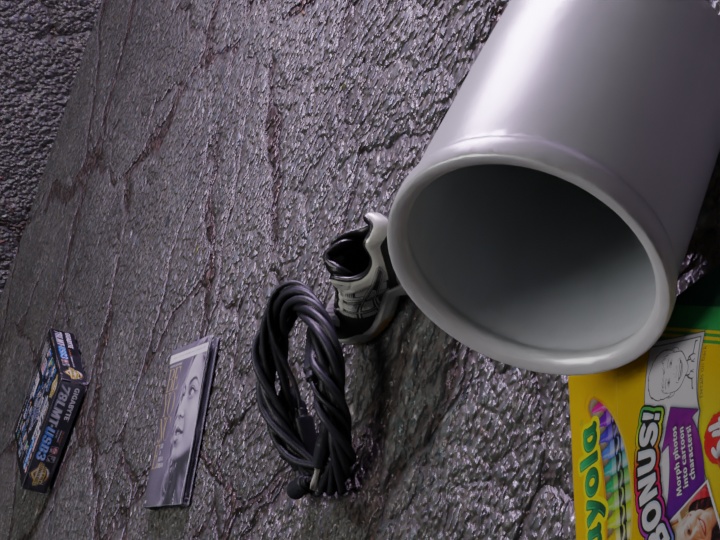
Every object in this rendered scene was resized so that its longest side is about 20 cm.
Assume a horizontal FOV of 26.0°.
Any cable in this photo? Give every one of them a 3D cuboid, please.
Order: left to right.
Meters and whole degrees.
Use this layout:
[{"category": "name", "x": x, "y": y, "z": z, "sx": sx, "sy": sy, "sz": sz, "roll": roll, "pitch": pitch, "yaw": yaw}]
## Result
[{"category": "cable", "x": -0.053, "y": 0.106, "z": 1.412, "sx": 0.163, "sy": 0.050, "sz": 0.202, "roll": 149, "pitch": 115, "yaw": -68}]

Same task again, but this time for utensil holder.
[{"category": "utensil holder", "x": 0.127, "y": -0.068, "z": 0.932, "sx": 0.170, "sy": 0.169, "sz": 0.201, "roll": -46, "pitch": 13, "yaw": 50}]

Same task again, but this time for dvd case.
[{"category": "dvd case", "x": -0.217, "y": 0.185, "z": 1.872, "sx": 0.149, "sy": 0.016, "sz": 0.201, "roll": -22, "pitch": 56, "yaw": 64}]

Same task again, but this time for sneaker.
[{"category": "sneaker", "x": 0.000, "y": 0.000, "z": 1.375, "sx": 0.200, "sy": 0.087, "sz": 0.076, "roll": 133, "pitch": 143, "yaw": -52}]

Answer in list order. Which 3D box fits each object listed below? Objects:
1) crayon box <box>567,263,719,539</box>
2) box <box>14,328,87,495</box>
[{"category": "crayon box", "x": 0.188, "y": 0.120, "z": 0.878, "sx": 0.173, "sy": 0.058, "sz": 0.201, "roll": -45, "pitch": 36, "yaw": 51}, {"category": "box", "x": -0.497, "y": 0.222, "z": 2.482, "sx": 0.201, "sy": 0.049, "sz": 0.199, "roll": -69, "pitch": 23, "yaw": 14}]
